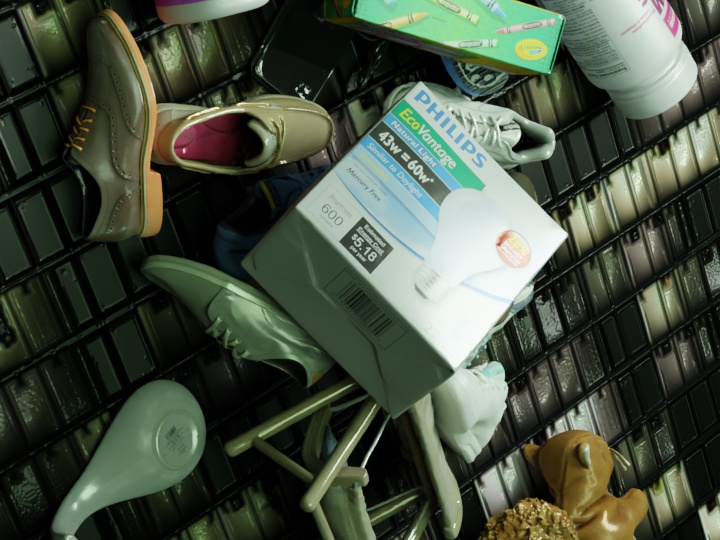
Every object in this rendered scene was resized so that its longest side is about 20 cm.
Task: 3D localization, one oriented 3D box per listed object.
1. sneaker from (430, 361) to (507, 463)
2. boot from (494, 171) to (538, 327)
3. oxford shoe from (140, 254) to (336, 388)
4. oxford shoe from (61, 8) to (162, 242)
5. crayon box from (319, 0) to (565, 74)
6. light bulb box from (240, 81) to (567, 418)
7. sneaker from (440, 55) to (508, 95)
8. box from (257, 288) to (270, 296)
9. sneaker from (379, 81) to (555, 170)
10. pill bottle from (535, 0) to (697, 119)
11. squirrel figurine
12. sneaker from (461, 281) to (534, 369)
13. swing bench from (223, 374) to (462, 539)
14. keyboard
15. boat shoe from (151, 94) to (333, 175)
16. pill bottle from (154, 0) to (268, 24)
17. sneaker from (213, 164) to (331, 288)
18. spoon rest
[{"bbox_3d":[0.108,0.119,1.693,0.088,0.075,0.200,-43,159,-9],"label":"sneaker"},{"bbox_3d":[0.146,-0.046,1.697,0.097,0.074,0.201,96,9,-50],"label":"boot"},{"bbox_3d":[-0.110,0.045,1.536,0.199,0.075,0.058,29,75,-9],"label":"oxford shoe"},{"bbox_3d":[-0.219,-0.121,1.473,0.072,0.071,0.202,-14,104,-29],"label":"oxford shoe"},{"bbox_3d":[0.073,-0.233,1.583,0.199,0.119,0.059,14,93,-17],"label":"crayon box"},{"bbox_3d":[0.040,-0.019,1.504,0.198,0.125,0.200,45,54,-4],"label":"light bulb box"},{"bbox_3d":[0.085,-0.265,1.685,0.066,0.078,0.201,-24,105,-5],"label":"sneaker"},{"bbox_3d":[0.000,0.000,1.649,0.199,0.068,0.083,-31,114,-29],"label":"box"},{"bbox_3d":[0.108,-0.143,1.704,0.199,0.081,0.076,6,94,-35],"label":"sneaker"},{"bbox_3d":[0.263,-0.261,1.780,0.114,0.113,0.200,-52,122,-19],"label":"pill bottle"},{"bbox_3d":[0.222,0.271,1.810,0.199,0.141,0.188,-22,102,-35],"label":"squirrel figurine"},{"bbox_3d":[0.092,0.062,1.734,0.199,0.077,0.087,-26,124,-25],"label":"sneaker"},{"bbox_3d":[0.005,0.189,1.601,0.200,0.129,0.200,-41,136,-22],"label":"swing bench"},{"bbox_3d":[-0.017,-0.237,1.636,0.127,0.021,0.201,37,75,-28],"label":"keyboard"},{"bbox_3d":[-0.103,-0.117,1.550,0.199,0.069,0.074,-8,112,-32],"label":"boat shoe"},{"bbox_3d":[-0.145,-0.321,1.478,0.104,0.104,0.201,-22,108,-32],"label":"pill bottle"},{"bbox_3d":[-0.052,-0.061,1.585,0.200,0.066,0.079,-34,142,-27],"label":"sneaker"},{"bbox_3d":[-0.210,0.180,1.535,0.200,0.060,0.100,-49,123,-37],"label":"spoon rest"}]
